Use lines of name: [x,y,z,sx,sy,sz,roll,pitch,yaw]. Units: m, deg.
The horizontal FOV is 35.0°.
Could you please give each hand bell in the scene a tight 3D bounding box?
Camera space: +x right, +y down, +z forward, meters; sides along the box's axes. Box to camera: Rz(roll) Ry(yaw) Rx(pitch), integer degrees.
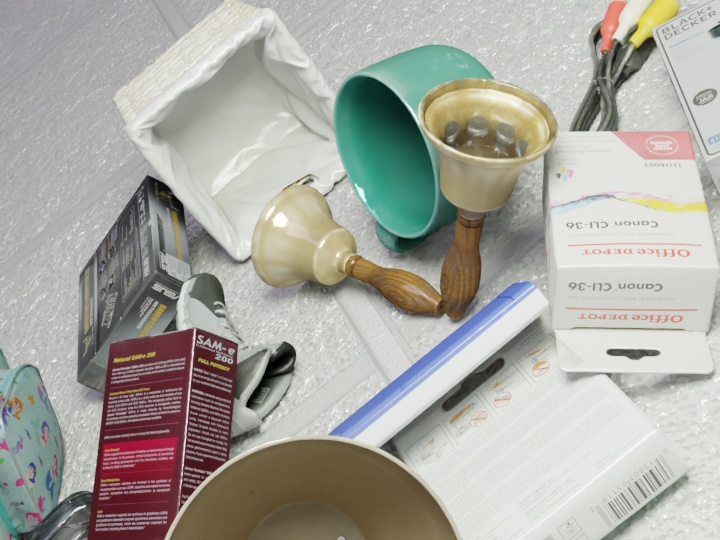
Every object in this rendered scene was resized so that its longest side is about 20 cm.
hand bell: [0.085,-0.038,0.906,0.103,0.202,0.105,4,42,-3]
hand bell: [0.000,0.000,1.049,0.199,0.104,0.104,26,69,40]

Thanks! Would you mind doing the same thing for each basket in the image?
basket: [-0.133,-0.158,1.241,0.198,0.200,0.161,-40,28,-2]

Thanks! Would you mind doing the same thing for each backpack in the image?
backpack: [-0.375,0.168,1.115,0.149,0.179,0.201,-15,30,-4]

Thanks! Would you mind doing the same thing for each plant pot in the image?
plant pot: [-0.033,0.209,0.760,0.200,0.200,0.134,-44,-1,-7]

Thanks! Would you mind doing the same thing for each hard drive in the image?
hard drive: [0.054,0.081,0.878,0.199,0.025,0.132,-39,-2,0]

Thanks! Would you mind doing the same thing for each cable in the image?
cable: [0.227,-0.193,1.063,0.097,0.050,0.201,8,55,48]

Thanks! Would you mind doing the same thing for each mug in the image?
mug: [0.058,-0.115,1.017,0.114,0.153,0.185,-26,-3,-26]

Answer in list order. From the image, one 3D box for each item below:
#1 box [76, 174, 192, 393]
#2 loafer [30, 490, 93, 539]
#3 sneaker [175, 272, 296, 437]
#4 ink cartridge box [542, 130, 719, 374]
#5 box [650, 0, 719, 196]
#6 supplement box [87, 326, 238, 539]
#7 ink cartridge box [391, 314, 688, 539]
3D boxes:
box: [-0.247,0.013,1.233,0.159,0.048,0.201,-52,29,21]
loafer: [-0.282,0.284,0.985,0.072,0.073,0.201,20,67,47]
sneaker: [-0.111,0.074,1.072,0.114,0.075,0.202,-20,48,18]
ink cartridge box: [0.196,-0.018,0.843,0.115,0.068,0.201,-1,43,5]
box: [0.316,-0.149,0.923,0.116,0.060,0.201,-24,37,20]
supplement box: [-0.167,0.157,0.965,0.108,0.061,0.203,-10,68,35]
ink cartridge box: [0.117,0.129,0.819,0.160,0.050,0.200,-39,23,2]
